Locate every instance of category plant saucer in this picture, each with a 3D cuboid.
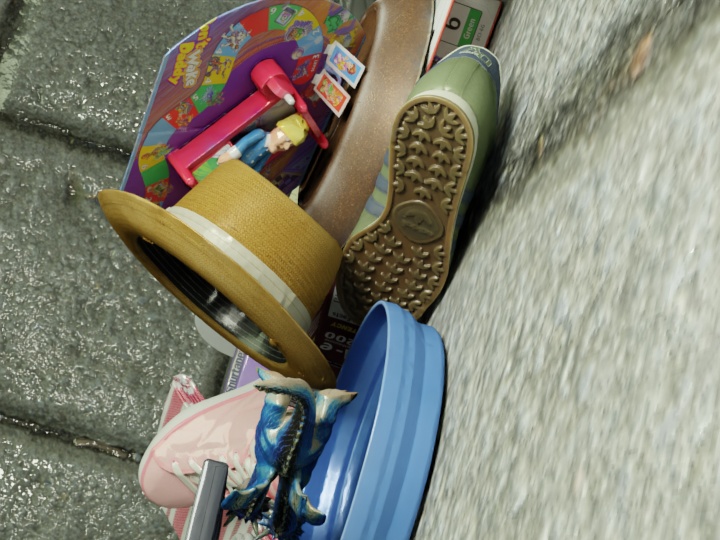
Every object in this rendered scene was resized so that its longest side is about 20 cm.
[{"bbox_3d":[-0.003,-0.110,0.894,0.200,0.034,0.202,-160,90,-78],"label":"plant saucer"}]

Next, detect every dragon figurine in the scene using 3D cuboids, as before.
[{"bbox_3d":[-0.043,0.111,0.711,0.200,0.058,0.100,123,161,-79],"label":"dragon figurine"}]

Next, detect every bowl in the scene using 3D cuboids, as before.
[{"bbox_3d":[0.002,0.119,0.750,0.201,0.039,0.202,-163,90,-82],"label":"bowl"}]

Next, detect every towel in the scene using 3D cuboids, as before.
[{"bbox_3d":[-0.129,0.209,1.124,0.200,0.030,0.147,54,139,30],"label":"towel"}]

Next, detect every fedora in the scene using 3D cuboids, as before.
[{"bbox_3d":[-0.069,-0.009,0.777,0.082,0.200,0.201,-50,3,-13],"label":"fedora"}]

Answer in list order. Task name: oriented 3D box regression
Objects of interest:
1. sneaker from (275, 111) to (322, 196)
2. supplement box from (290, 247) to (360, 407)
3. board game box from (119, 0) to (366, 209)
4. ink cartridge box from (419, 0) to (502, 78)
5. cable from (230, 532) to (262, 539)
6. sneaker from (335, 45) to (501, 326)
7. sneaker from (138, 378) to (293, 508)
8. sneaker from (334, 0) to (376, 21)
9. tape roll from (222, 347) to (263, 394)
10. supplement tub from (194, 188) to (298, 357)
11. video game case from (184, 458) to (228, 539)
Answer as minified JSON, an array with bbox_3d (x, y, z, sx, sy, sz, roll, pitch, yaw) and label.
[{"bbox_3d":[-0.065,-0.101,0.923,0.081,0.076,0.201,-125,53,-65],"label":"sneaker"},{"bbox_3d":[0.000,0.000,0.938,0.109,0.060,0.201,127,159,-63],"label":"supplement box"},{"bbox_3d":[-0.069,-0.085,0.824,0.039,0.157,0.201,51,133,29],"label":"board game box"},{"bbox_3d":[0.058,-0.152,0.910,0.200,0.050,0.110,-102,31,-73],"label":"ink cartridge box"},{"bbox_3d":[-0.095,0.300,0.947,0.200,0.069,0.201,129,158,-72],"label":"cable"},{"bbox_3d":[0.043,-0.052,0.778,0.201,0.067,0.090,108,-171,-48],"label":"sneaker"},{"bbox_3d":[-0.095,0.152,0.995,0.199,0.075,0.105,-30,33,15],"label":"sneaker"},{"bbox_3d":[0.030,-0.159,1.053,0.076,0.090,0.201,-107,10,-48],"label":"sneaker"},{"bbox_3d":[-0.082,0.111,1.209,0.200,0.084,0.201,-164,90,-82],"label":"tape roll"},{"bbox_3d":[-0.102,-0.014,1.396,0.145,0.144,0.201,117,168,-51],"label":"supplement tub"},{"bbox_3d":[-0.110,0.213,0.807,0.200,0.019,0.144,106,175,-67],"label":"video game case"}]
